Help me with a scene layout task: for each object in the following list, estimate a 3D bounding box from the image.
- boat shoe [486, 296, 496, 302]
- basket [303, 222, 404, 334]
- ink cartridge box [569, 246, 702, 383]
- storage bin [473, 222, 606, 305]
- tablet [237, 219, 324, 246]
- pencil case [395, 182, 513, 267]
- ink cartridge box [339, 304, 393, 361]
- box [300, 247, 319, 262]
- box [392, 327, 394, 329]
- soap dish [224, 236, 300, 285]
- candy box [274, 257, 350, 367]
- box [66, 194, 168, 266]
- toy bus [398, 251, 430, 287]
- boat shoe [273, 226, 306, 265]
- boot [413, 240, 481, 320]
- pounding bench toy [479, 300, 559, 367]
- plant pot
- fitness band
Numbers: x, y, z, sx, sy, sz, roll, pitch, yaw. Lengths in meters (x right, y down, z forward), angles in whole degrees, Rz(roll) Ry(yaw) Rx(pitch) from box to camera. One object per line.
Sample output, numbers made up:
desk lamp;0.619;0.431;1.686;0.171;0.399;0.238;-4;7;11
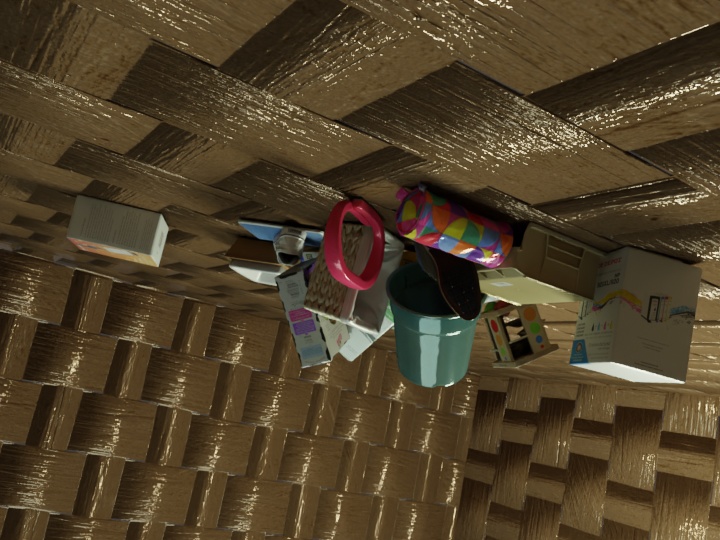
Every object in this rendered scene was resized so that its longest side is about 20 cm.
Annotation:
boat shoe;0.277;0.018;1.492;0.199;0.070;0.071;-19;-171;29
basket;-0.014;0.011;1.459;0.123;0.202;0.135;12;171;32
ink cartridge box;0.475;0.081;1.266;0.144;0.202;0.147;15;169;-9
storage bin;0.289;-0.007;1.303;0.197;0.094;0.200;18;168;-28
tablet;-0.160;-0.081;1.611;0.198;0.014;0.130;8;168;16
pencil case;0.150;-0.070;1.165;0.199;0.089;0.088;21;166;-27
ink cartridge box;0.023;0.097;1.703;0.083;0.200;0.147;41;-156;-12
box;-0.065;0.008;1.675;0.041;0.120;0.199;-21;-165;-34
box;0.047;0.073;1.897;0.195;0.125;0.200;14;169;1
soap dish;-0.228;-0.018;1.827;0.156;0.082;0.200;8;168;16
candy box;-0.100;0.085;1.566;0.071;0.202;0.168;-15;-173;16
box;-0.580;-0.092;1.753;0.198;0.107;0.152;13;169;-6
toy bus;0.157;0.010;1.562;0.199;0.079;0.065;16;168;-22
boat shoe;-0.161;-0.043;1.595;0.073;0.066;0.200;12;168;-4
boot;0.151;-0.008;1.283;0.074;0.201;0.097;-24;-178;-6
pounding bench toy;0.363;0.144;1.793;0.123;0.157;0.200;-19;178;-17
plant pot;0.149;0.114;1.461;0.198;0.197;0.201;-1;-147;1
fitness band;-0.009;-0.045;1.289;0.037;0.145;0.200;8;168;25
